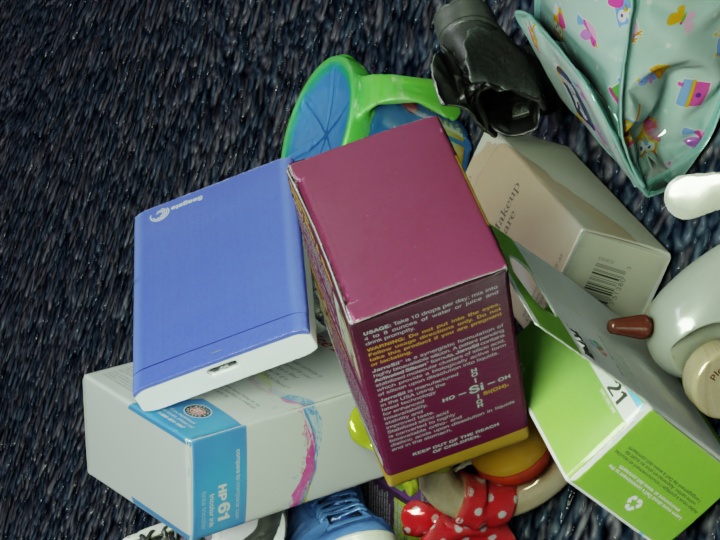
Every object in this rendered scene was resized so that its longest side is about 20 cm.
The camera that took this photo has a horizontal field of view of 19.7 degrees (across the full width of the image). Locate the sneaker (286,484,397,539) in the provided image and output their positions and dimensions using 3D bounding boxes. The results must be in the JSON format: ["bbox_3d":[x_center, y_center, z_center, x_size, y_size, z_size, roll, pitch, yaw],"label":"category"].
[{"bbox_3d":[-0.024,0.178,1.548,0.200,0.077,0.112,124,139,-73],"label":"sneaker"}]

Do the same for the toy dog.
[{"bbox_3d":[0.222,-0.010,1.319,0.132,0.096,0.201,6,81,65],"label":"toy dog"}]

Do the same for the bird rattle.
[{"bbox_3d":[0.086,0.138,1.460,0.163,0.200,0.113,-27,30,6],"label":"bird rattle"}]

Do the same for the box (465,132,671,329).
[{"bbox_3d":[0.140,-0.023,1.523,0.095,0.078,0.200,-67,25,17],"label":"box"}]

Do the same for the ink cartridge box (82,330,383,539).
[{"bbox_3d":[-0.080,0.110,1.513,0.144,0.200,0.085,24,122,48],"label":"ink cartridge box"}]

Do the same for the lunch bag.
[{"bbox_3d":[0.191,-0.173,1.464,0.170,0.122,0.200,-122,37,-55],"label":"lunch bag"}]

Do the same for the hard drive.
[{"bbox_3d":[-0.100,0.006,1.489,0.132,0.025,0.200,-20,38,10],"label":"hard drive"}]

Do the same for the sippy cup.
[{"bbox_3d":[0.018,-0.100,1.770,0.178,0.130,0.140,22,96,66],"label":"sippy cup"}]

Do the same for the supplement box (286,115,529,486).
[{"bbox_3d":[0.032,0.022,1.307,0.200,0.103,0.131,77,173,-55],"label":"supplement box"}]

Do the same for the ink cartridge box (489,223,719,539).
[{"bbox_3d":[0.132,0.067,1.324,0.076,0.200,0.148,-46,32,14],"label":"ink cartridge box"}]

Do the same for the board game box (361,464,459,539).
[{"bbox_3d":[0.030,0.134,1.579,0.120,0.032,0.201,28,129,41],"label":"board game box"}]

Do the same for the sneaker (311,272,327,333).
[{"bbox_3d":[0.000,0.000,1.526,0.085,0.200,0.077,28,144,53],"label":"sneaker"}]

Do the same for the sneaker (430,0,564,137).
[{"bbox_3d":[0.108,-0.134,1.554,0.060,0.200,0.104,-31,55,20],"label":"sneaker"}]

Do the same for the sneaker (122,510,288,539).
[{"bbox_3d":[-0.132,0.217,1.555,0.200,0.080,0.074,-42,36,28],"label":"sneaker"}]
